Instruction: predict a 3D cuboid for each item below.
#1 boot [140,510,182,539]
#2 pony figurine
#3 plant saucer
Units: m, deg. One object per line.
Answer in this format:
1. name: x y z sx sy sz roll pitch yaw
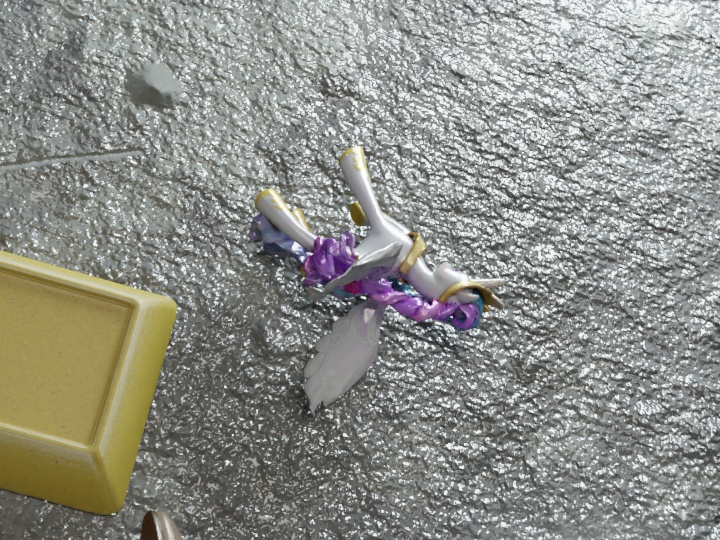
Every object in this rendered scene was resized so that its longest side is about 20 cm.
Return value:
1. boot: -0.087 0.278 1.166 0.146 0.070 0.200 1 65 -21
2. pony figurine: 0.000 0.000 1.289 0.193 0.167 0.200 -28 58 -33
3. plant saucer: -0.262 0.075 1.226 0.200 0.048 0.200 16 61 -7
